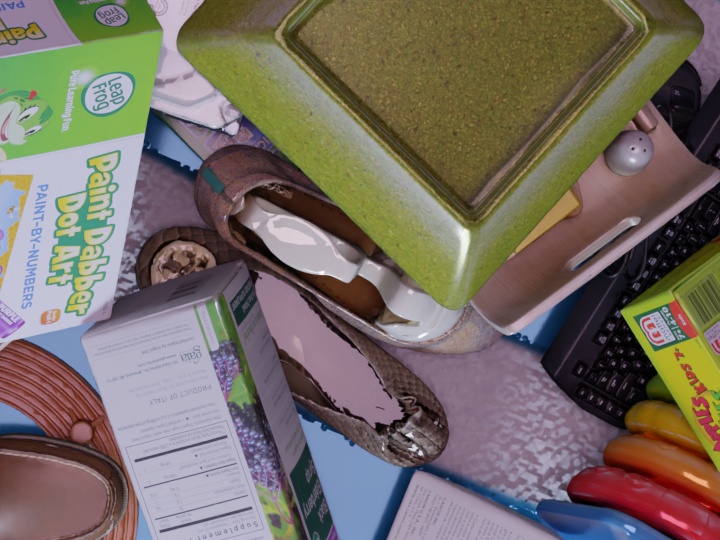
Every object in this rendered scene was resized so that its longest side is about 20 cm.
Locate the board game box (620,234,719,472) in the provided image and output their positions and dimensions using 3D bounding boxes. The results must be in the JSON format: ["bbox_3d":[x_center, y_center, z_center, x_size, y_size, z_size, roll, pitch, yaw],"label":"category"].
[{"bbox_3d":[0.240,0.010,1.260,0.200,0.048,0.102,-34,94,-31],"label":"board game box"}]

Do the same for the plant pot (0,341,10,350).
[{"bbox_3d":[-0.266,-0.040,1.219,0.200,0.201,0.135,-31,55,-2],"label":"plant pot"}]

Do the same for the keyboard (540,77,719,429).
[{"bbox_3d":[0.171,-0.010,1.279,0.104,0.040,0.201,29,95,-28],"label":"keyboard"}]

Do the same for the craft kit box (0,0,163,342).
[{"bbox_3d":[-0.202,-0.037,1.118,0.197,0.201,0.049,-15,52,-28],"label":"craft kit box"}]

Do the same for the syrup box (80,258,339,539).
[{"bbox_3d":[-0.072,0.106,1.250,0.081,0.079,0.201,-17,101,14],"label":"syrup box"}]

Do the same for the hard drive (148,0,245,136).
[{"bbox_3d":[-0.134,-0.162,1.171,0.199,0.038,0.140,19,90,-4],"label":"hard drive"}]

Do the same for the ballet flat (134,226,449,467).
[{"bbox_3d":[-0.036,0.042,1.289,0.200,0.046,0.067,37,89,-4],"label":"ballet flat"}]

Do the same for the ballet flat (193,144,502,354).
[{"bbox_3d":[0.000,0.000,1.258,0.199,0.067,0.068,25,99,-19],"label":"ballet flat"}]

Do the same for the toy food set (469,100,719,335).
[{"bbox_3d":[0.073,-0.087,1.211,0.143,0.060,0.200,-36,91,-9],"label":"toy food set"}]

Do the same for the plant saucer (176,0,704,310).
[{"bbox_3d":[0.047,-0.116,1.157,0.200,0.048,0.200,43,83,-11],"label":"plant saucer"}]

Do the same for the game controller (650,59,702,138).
[{"bbox_3d":[0.088,-0.077,1.283,0.199,0.042,0.105,7,113,-14],"label":"game controller"}]

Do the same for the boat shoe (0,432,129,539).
[{"bbox_3d":[-0.223,0.123,1.250,0.199,0.068,0.072,0,90,-5],"label":"boat shoe"}]

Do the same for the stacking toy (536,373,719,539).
[{"bbox_3d":[0.191,0.080,1.286,0.116,0.110,0.201,30,78,-19],"label":"stacking toy"}]

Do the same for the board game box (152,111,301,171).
[{"bbox_3d":[-0.010,-0.124,1.295,0.135,0.029,0.200,44,88,-3],"label":"board game box"}]

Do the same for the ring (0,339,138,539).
[{"bbox_3d":[-0.221,0.132,1.294,0.199,0.019,0.202,0,92,-4],"label":"ring"}]

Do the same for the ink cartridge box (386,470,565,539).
[{"bbox_3d":[0.079,0.215,1.241,0.200,0.050,0.162,23,90,39],"label":"ink cartridge box"}]
